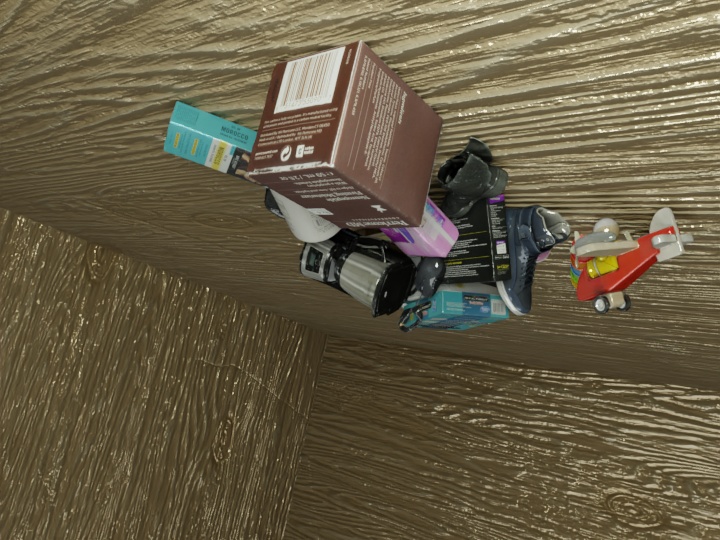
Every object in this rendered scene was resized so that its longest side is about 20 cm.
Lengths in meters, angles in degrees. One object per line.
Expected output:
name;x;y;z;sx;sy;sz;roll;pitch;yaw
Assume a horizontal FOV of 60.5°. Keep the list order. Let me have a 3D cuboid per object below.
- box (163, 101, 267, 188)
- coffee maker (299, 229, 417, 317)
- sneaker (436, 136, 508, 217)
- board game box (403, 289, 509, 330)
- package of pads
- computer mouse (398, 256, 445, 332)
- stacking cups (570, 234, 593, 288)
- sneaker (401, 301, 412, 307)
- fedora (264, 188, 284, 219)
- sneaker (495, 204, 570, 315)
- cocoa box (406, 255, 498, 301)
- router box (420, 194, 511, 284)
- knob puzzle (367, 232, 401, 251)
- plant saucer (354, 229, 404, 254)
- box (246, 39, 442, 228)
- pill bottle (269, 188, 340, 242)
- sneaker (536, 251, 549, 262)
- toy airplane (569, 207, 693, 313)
box;-0.239;-0.217;1.086;0.195;0.050;0.082;18;146;-18
coffee maker;0.000;0.000;1.243;0.197;0.137;0.192;27;178;27
sneaker;0.162;-0.147;1.005;0.102;0.062;0.199;17;162;-22
board game box;0.194;0.086;1.292;0.147;0.048;0.200;6;166;-18
package of pads;0.075;-0.106;1.114;0.199;0.077;0.119;41;159;-29
computer mouse;0.112;0.050;1.199;0.058;0.203;0.034;37;-140;22
stacking cups;0.455;-0.013;1.255;0.059;0.062;0.200;8;166;23
sneaker;0.045;0.035;1.516;0.200;0.080;0.131;44;143;2
fedora;-0.118;-0.146;1.216;0.195;0.094;0.201;13;167;3
sneaker;0.315;-0.018;1.121;0.076;0.208;0.144;-24;-168;-41
cocoa box;0.209;0.006;1.352;0.197;0.135;0.132;13;163;-41
router box;0.189;-0.052;1.156;0.050;0.154;0.198;-5;180;-33
knob puzzle;0.142;-0.079;1.370;0.213;0.031;0.220;2;168;1
plant saucer;0.059;-0.038;1.438;0.197;0.036;0.201;32;-159;-14
box;-0.016;-0.170;0.837;0.163;0.169;0.198;2;164;41
pill bottle;-0.098;-0.152;1.049;0.111;0.116;0.202;8;148;22
sneaker;0.279;-0.054;1.244;0.195;0.083;0.088;11;177;11
toy airplane;0.448;-0.038;1.043;0.196;0.143;0.200;-28;148;6
